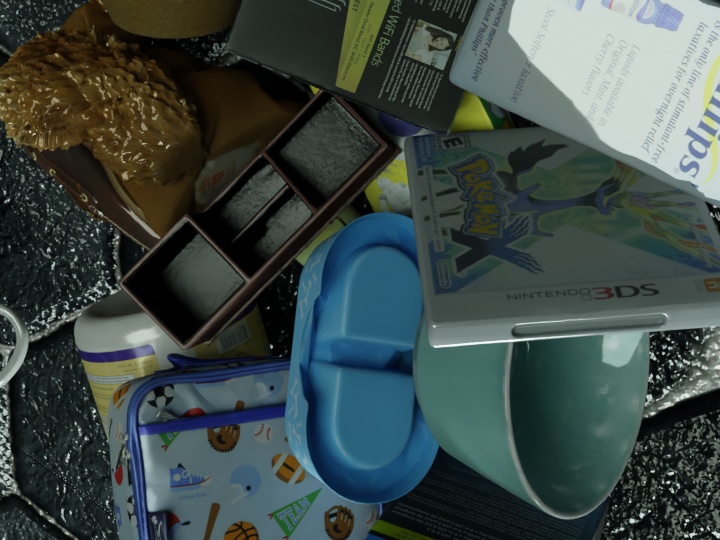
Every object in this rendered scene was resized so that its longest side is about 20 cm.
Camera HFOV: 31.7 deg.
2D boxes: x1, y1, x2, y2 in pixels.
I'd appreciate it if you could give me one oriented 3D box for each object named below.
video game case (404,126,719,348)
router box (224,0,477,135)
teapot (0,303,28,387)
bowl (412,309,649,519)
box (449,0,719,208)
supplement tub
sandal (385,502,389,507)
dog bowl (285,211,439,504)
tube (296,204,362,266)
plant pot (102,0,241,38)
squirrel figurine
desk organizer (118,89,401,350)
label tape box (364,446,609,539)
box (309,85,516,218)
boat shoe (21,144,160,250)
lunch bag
[{"bbox_3d":[0.124,-0.030,0.792,0.182,0.200,0.022,-4,128,0],"label":"video game case"},{"bbox_3d":[0.018,-0.209,0.825,0.157,0.052,0.200,21,97,-8],"label":"router box"},{"bbox_3d":[-0.380,-0.015,1.073,0.146,0.197,0.200,-24,134,-8],"label":"teapot"},{"bbox_3d":[0.110,0.063,0.873,0.105,0.201,0.201,2,109,39],"label":"bowl"},{"bbox_3d":[0.183,-0.133,0.767,0.200,0.184,0.105,27,115,12],"label":"box"},{"bbox_3d":[-0.132,0.110,1.009,0.145,0.145,0.200,-9,104,26],"label":"supplement tub"},{"bbox_3d":[0.010,0.181,1.017,0.055,0.082,0.200,39,111,-1],"label":"sandal"},{"bbox_3d":[0.003,0.060,0.891,0.050,0.111,0.200,-3,79,58],"label":"dog bowl"},{"bbox_3d":[0.000,0.000,0.970,0.200,0.058,0.052,45,162,9],"label":"tube"},{"bbox_3d":[-0.129,-0.263,0.836,0.186,0.186,0.200,15,126,18],"label":"plant pot"},{"bbox_3d":[-0.168,-0.130,0.913,0.187,0.200,0.142,46,104,19],"label":"squirrel figurine"},{"bbox_3d":[-0.069,-0.038,0.876,0.072,0.077,0.200,45,95,2],"label":"desk organizer"},{"bbox_3d":[0.086,0.209,0.917,0.144,0.200,0.063,17,114,17],"label":"label tape box"},{"bbox_3d":[0.033,-0.129,0.912,0.117,0.048,0.200,-25,95,28],"label":"box"},{"bbox_3d":[-0.204,-0.077,1.021,0.200,0.070,0.070,47,123,10],"label":"boat shoe"},{"bbox_3d":[-0.084,0.136,0.910,0.076,0.200,0.161,-5,90,63],"label":"lunch bag"}]
